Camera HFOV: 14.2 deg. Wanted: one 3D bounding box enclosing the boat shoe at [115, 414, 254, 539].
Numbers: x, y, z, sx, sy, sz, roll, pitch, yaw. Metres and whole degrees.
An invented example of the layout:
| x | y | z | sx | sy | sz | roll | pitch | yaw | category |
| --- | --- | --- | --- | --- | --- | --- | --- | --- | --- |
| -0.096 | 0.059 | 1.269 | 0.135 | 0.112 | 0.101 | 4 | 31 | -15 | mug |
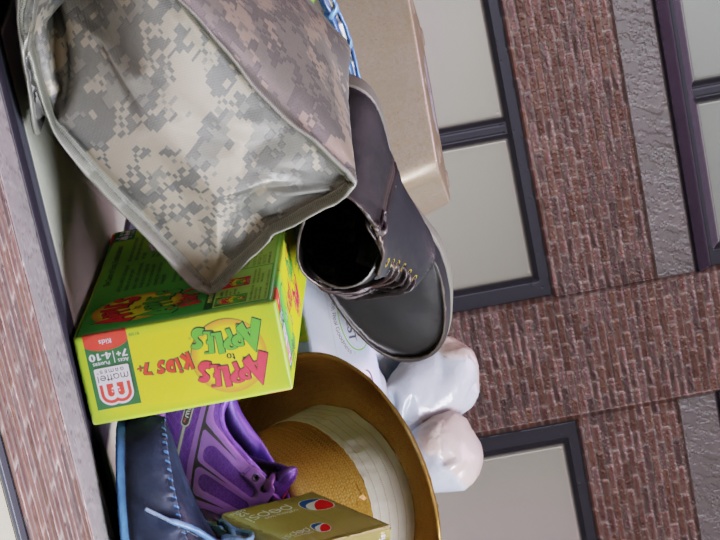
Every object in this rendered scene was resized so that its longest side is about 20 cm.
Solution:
| x | y | z | sx | sy | sz | roll | pitch | yaw | category |
| --- | --- | --- | --- | --- | --- | --- | --- | --- | --- |
| -0.077 | 0.163 | 1.450 | 0.084 | 0.068 | 0.200 | -90 | 169 | -70 | boat shoe |

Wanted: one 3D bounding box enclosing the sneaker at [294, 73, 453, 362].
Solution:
| x | y | z | sx | sy | sz | roll | pitch | yaw | category |
| --- | --- | --- | --- | --- | --- | --- | --- | --- | --- |
| 0.000 | 0.000 | 1.572 | 0.106 | 0.075 | 0.200 | -90 | 162 | -48 | sneaker |

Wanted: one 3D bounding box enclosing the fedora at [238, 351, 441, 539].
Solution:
| x | y | z | sx | sy | sz | roll | pitch | yaw | category |
| --- | --- | --- | --- | --- | --- | --- | --- | --- | --- |
| -0.041 | 0.145 | 1.611 | 0.200 | 0.082 | 0.201 | 14 | -71 | 47 | fedora |

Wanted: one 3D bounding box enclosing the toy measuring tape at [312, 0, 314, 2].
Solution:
| x | y | z | sx | sy | sz | roll | pitch | yaw | category |
| --- | --- | --- | --- | --- | --- | --- | --- | --- | --- |
| -0.043 | -0.166 | 1.573 | 0.200 | 0.073 | 0.074 | 180 | -101 | -72 | toy measuring tape |

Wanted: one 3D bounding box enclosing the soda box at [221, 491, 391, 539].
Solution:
| x | y | z | sx | sy | sz | roll | pitch | yaw | category |
| --- | --- | --- | --- | --- | --- | --- | --- | --- | --- |
| -0.032 | 0.222 | 1.508 | 0.068 | 0.064 | 0.200 | 17 | -69 | 46 | soda box |

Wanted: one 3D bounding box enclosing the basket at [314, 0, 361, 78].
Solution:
| x | y | z | sx | sy | sz | roll | pitch | yaw | category |
| --- | --- | --- | --- | --- | --- | --- | --- | --- | --- |
| -0.072 | -0.121 | 1.760 | 0.200 | 0.139 | 0.177 | -109 | 179 | -54 | basket |

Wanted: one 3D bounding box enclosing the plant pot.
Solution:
| x | y | z | sx | sy | sz | roll | pitch | yaw | category |
| --- | --- | --- | --- | --- | --- | --- | --- | --- | --- |
| -0.038 | -0.105 | 1.973 | 0.200 | 0.177 | 0.200 | 53 | 27 | -80 | plant pot |

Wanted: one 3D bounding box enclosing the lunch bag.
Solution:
| x | y | z | sx | sy | sz | roll | pitch | yaw | category |
| --- | --- | --- | --- | --- | --- | --- | --- | --- | --- |
| -0.102 | -0.115 | 1.430 | 0.200 | 0.118 | 0.164 | 47 | 18 | -24 | lunch bag |

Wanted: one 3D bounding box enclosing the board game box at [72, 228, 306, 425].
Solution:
| x | y | z | sx | sy | sz | roll | pitch | yaw | category |
| --- | --- | --- | --- | --- | --- | --- | --- | --- | --- |
| -0.084 | 0.018 | 1.494 | 0.200 | 0.101 | 0.048 | -86 | 165 | -75 | board game box |

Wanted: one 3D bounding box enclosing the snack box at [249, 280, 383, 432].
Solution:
| x | y | z | sx | sy | sz | roll | pitch | yaw | category |
| --- | --- | --- | --- | --- | --- | --- | --- | --- | --- |
| -0.042 | 0.099 | 1.709 | 0.142 | 0.053 | 0.200 | -11 | -89 | 51 | snack box |

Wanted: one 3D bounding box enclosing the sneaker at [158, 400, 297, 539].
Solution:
| x | y | z | sx | sy | sz | roll | pitch | yaw | category |
| --- | --- | --- | --- | --- | --- | --- | --- | --- | --- |
| -0.070 | 0.137 | 1.532 | 0.081 | 0.083 | 0.200 | -82 | 162 | -77 | sneaker |

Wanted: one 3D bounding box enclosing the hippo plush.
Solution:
| x | y | z | sx | sy | sz | roll | pitch | yaw | category |
| --- | --- | --- | --- | --- | --- | --- | --- | --- | --- |
| -0.033 | 0.092 | 1.930 | 0.161 | 0.200 | 0.160 | 28 | 36 | -53 | hippo plush |
